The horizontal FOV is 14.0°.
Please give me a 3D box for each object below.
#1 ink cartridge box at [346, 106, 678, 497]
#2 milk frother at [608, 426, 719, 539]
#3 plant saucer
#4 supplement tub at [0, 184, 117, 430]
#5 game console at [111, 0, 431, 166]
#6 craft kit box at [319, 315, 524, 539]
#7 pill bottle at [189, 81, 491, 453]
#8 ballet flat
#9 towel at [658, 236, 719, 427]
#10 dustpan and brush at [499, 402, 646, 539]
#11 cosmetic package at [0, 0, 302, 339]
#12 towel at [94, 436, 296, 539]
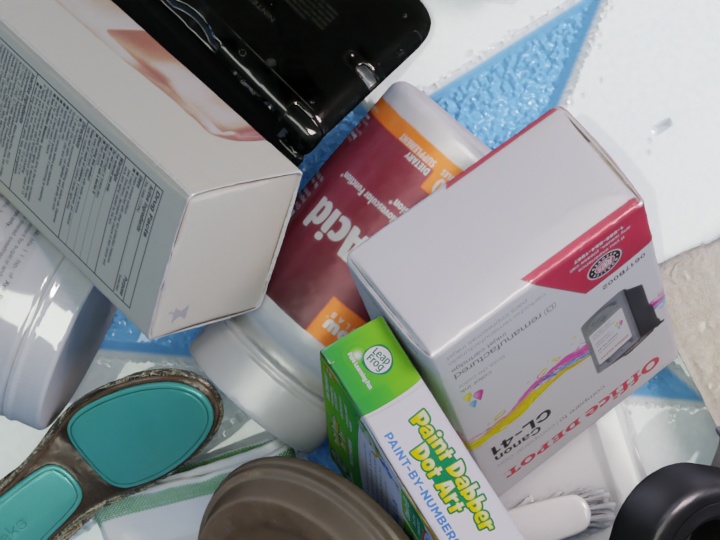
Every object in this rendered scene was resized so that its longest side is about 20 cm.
[{"bbox_3d":[0.089,0.021,1.618,0.148,0.200,0.086,-37,61,-7],"label":"ink cartridge box"},{"bbox_3d":[0.233,0.202,1.559,0.200,0.180,0.189,22,97,34],"label":"milk frother"},{"bbox_3d":[-0.025,0.200,1.631,0.200,0.029,0.200,24,127,37],"label":"plant saucer"},{"bbox_3d":[-0.247,-0.005,1.709,0.200,0.132,0.132,25,95,6],"label":"supplement tub"},{"bbox_3d":[-0.091,-0.144,1.743,0.200,0.116,0.176,44,66,3],"label":"game console"},{"bbox_3d":[0.046,0.143,1.596,0.048,0.200,0.198,-32,74,-10],"label":"craft kit box"},{"bbox_3d":[0.000,0.000,1.689,0.114,0.114,0.200,41,96,3],"label":"pill bottle"},{"bbox_3d":[-0.158,0.109,1.719,0.200,0.075,0.068,-37,100,19],"label":"ballet flat"},{"bbox_3d":[0.262,0.058,1.678,0.132,0.034,0.200,-30,77,17],"label":"towel"},{"bbox_3d":[0.071,0.158,1.713,0.200,0.057,0.140,-19,87,17],"label":"dustpan and brush"},{"bbox_3d":[-0.135,-0.065,1.646,0.200,0.087,0.104,44,130,31],"label":"cosmetic package"},{"bbox_3d":[-0.072,0.209,1.721,0.149,0.031,0.200,-18,90,32],"label":"towel"}]
